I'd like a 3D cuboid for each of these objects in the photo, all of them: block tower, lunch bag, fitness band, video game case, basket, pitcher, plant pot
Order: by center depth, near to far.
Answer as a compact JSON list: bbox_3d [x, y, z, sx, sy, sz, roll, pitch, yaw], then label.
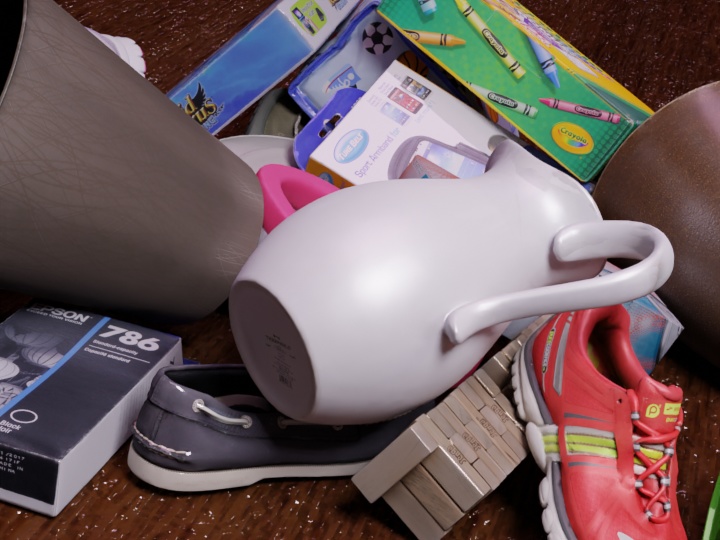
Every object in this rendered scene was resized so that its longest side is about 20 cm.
[{"bbox_3d":[0.047,0.008,0.847,0.200,0.122,0.171,-25,23,-28],"label":"pitcher"},{"bbox_3d":[0.073,0.085,0.906,0.058,0.054,0.200,48,33,8],"label":"block tower"},{"bbox_3d":[-0.166,-0.051,0.937,0.200,0.181,0.136,28,0,-40],"label":"basket"},{"bbox_3d":[0.000,0.000,1.002,0.143,0.037,0.200,17,24,-40],"label":"fitness band"},{"bbox_3d":[0.281,0.001,1.083,0.186,0.187,0.200,-1,38,-25],"label":"plant pot"},{"bbox_3d":[-0.101,-0.145,1.226,0.045,0.200,0.181,50,22,-9],"label":"video game case"},{"bbox_3d":[0.050,-0.125,1.302,0.200,0.124,0.170,43,20,-10],"label":"lunch bag"}]

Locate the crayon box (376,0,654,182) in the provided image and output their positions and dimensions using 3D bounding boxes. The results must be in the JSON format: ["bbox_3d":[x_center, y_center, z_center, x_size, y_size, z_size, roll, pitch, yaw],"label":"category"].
[{"bbox_3d":[0.118,-0.148,1.175,0.200,0.058,0.119,41,17,12],"label":"crayon box"}]

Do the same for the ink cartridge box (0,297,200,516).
[{"bbox_3d":[-0.168,0.063,0.901,0.099,0.039,0.200,14,23,11],"label":"ink cartridge box"}]

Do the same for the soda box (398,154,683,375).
[{"bbox_3d":[0.104,0.006,1.021,0.200,0.064,0.068,27,17,-23],"label":"soda box"}]

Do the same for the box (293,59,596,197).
[{"bbox_3d":[0.054,-0.065,1.128,0.200,0.042,0.119,34,55,6],"label":"box"}]

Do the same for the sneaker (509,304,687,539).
[{"bbox_3d":[0.137,0.095,0.836,0.077,0.085,0.200,14,43,-37],"label":"sneaker"}]

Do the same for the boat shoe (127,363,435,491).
[{"bbox_3d":[-0.034,0.074,0.898,0.200,0.063,0.073,-6,25,-36],"label":"boat shoe"}]

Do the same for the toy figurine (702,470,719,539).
[{"bbox_3d":[0.280,0.150,0.806,0.184,0.150,0.200,21,46,2],"label":"toy figurine"}]

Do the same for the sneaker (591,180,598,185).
[{"bbox_3d":[0.154,-0.030,1.196,0.114,0.076,0.200,26,30,32],"label":"sneaker"}]

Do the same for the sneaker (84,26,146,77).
[{"bbox_3d":[-0.188,-0.096,1.112,0.088,0.081,0.200,22,32,-45],"label":"sneaker"}]

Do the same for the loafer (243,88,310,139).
[{"bbox_3d":[-0.064,-0.074,1.230,0.069,0.075,0.200,22,33,0],"label":"loafer"}]

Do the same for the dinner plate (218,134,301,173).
[{"bbox_3d":[-0.036,-0.034,1.117,0.200,0.024,0.200,16,38,-13],"label":"dinner plate"}]
